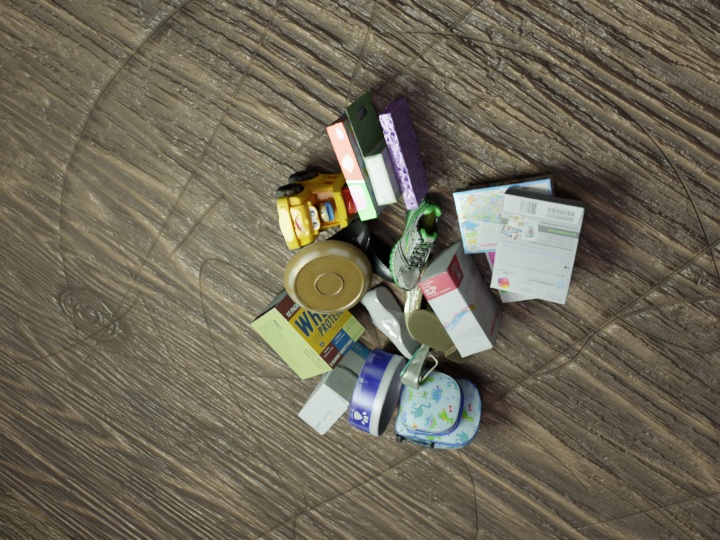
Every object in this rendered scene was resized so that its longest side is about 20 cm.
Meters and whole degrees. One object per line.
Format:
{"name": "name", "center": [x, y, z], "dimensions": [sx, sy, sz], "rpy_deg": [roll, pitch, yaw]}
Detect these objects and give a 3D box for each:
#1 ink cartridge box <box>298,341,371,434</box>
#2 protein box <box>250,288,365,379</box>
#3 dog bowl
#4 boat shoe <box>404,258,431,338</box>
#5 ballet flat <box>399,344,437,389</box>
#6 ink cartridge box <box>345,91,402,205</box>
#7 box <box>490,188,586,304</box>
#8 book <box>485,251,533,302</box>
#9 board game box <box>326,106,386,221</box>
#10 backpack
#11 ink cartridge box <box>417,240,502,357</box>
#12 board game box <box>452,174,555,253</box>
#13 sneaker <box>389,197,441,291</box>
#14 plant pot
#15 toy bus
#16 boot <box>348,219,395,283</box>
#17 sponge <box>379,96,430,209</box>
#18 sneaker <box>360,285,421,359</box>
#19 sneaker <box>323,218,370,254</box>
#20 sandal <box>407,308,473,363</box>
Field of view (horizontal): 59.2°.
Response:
{"name": "ink cartridge box", "center": [-0.058, 0.288, 1.595], "dimensions": [0.083, 0.201, 0.146], "rpy_deg": [36, 125, -1]}
{"name": "protein box", "center": [-0.131, 0.137, 1.540], "dimensions": [0.199, 0.135, 0.199], "rpy_deg": [47, 151, -7]}
{"name": "dog bowl", "center": [0.044, 0.298, 1.558], "dimensions": [0.077, 0.200, 0.203], "rpy_deg": [16, 123, 16]}
{"name": "boat shoe", "center": [0.140, 0.068, 1.469], "dimensions": [0.062, 0.073, 0.205], "rpy_deg": [3, 110, 22]}
{"name": "ballet flat", "center": [0.163, 0.184, 1.475], "dimensions": [0.063, 0.067, 0.202], "rpy_deg": [28, 84, 17]}
{"name": "ink cartridge box", "center": [0.043, -0.253, 1.284], "dimensions": [0.047, 0.146, 0.203], "rpy_deg": [-8, 114, 25]}
{"name": "box", "center": [0.345, -0.047, 1.244], "dimensions": [0.153, 0.041, 0.204], "rpy_deg": [13, 117, 22]}
{"name": "book", "center": [0.333, -0.036, 1.344], "dimensions": [0.131, 0.048, 0.203], "rpy_deg": [-12, 110, 29]}
{"name": "board game box", "center": [0.009, -0.227, 1.310], "dimensions": [0.040, 0.153, 0.203], "rpy_deg": [-11, 112, 28]}
{"name": "backpack", "center": [0.190, 0.332, 1.515], "dimensions": [0.196, 0.186, 0.147], "rpy_deg": [9, 161, 13]}
{"name": "ink cartridge box", "center": [0.222, 0.062, 1.382], "dimensions": [0.085, 0.148, 0.202], "rpy_deg": [-23, 106, 31]}
{"name": "board game box", "center": [0.297, -0.111, 1.284], "dimensions": [0.196, 0.034, 0.137], "rpy_deg": [-4, 110, 28]}
{"name": "sneaker", "center": [0.118, -0.054, 1.348], "dimensions": [0.077, 0.085, 0.204], "rpy_deg": [9, 97, -22]}
{"name": "plant pot", "center": [-0.069, 0.024, 1.385], "dimensions": [0.196, 0.028, 0.203], "rpy_deg": [-4, 127, -5]}
{"name": "toy bus", "center": [-0.069, -0.139, 1.371], "dimensions": [0.188, 0.201, 0.138], "rpy_deg": [-4, 114, 16]}
{"name": "boot", "center": [0.000, 0.001, 1.465], "dimensions": [0.198, 0.073, 0.164], "rpy_deg": [46, 121, 20]}
{"name": "sponge", "center": [0.092, -0.239, 1.292], "dimensions": [0.029, 0.112, 0.203], "rpy_deg": [-8, 115, 25]}
{"name": "sneaker", "center": [0.073, 0.133, 1.543], "dimensions": [0.088, 0.075, 0.202], "rpy_deg": [-26, 100, 45]}
{"name": "sneaker", "center": [-0.059, -0.041, 1.399], "dimensions": [0.200, 0.090, 0.077], "rpy_deg": [-44, 58, 20]}
{"name": "sandal", "center": [0.173, 0.130, 1.422], "dimensions": [0.077, 0.070, 0.211], "rpy_deg": [-38, 123, 22]}
